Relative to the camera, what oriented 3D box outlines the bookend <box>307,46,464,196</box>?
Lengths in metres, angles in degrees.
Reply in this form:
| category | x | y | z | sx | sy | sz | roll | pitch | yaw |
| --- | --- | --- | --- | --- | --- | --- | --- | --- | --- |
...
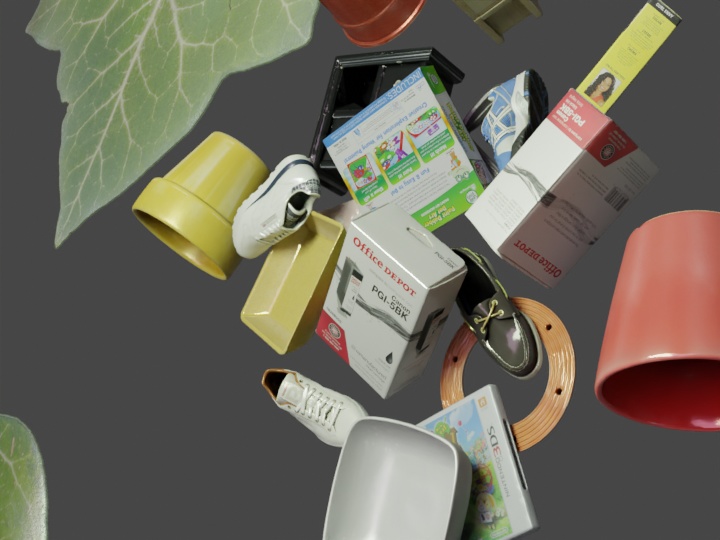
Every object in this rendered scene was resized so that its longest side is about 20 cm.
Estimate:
| category | x | y | z | sx | sy | sz | roll | pitch | yaw |
| --- | --- | --- | --- | --- | --- | --- | --- | --- | --- |
| bookend | 0.034 | -0.220 | 1.439 | 0.197 | 0.092 | 0.204 | 7 | 78 | 42 |

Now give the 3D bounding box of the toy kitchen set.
| category | x | y | z | sx | sy | sz | roll | pitch | yaw |
| --- | --- | --- | --- | --- | --- | --- | --- | --- | --- |
| toy kitchen set | 0.194 | -0.477 | 1.343 | 0.162 | 0.179 | 0.203 | -31 | 58 | 27 |

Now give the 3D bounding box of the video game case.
| category | x | y | z | sx | sy | sz | roll | pitch | yaw |
| --- | --- | --- | --- | --- | --- | --- | --- | --- | --- |
| video game case | 0.117 | 0.268 | 1.191 | 0.199 | 0.022 | 0.185 | -35 | 55 | 33 |

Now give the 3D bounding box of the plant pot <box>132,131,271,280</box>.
| category | x | y | z | sx | sy | sz | roll | pitch | yaw |
| --- | --- | --- | --- | --- | --- | --- | --- | --- | --- |
| plant pot | -0.249 | -0.117 | 1.593 | 0.199 | 0.201 | 0.190 | 21 | 70 | 44 |

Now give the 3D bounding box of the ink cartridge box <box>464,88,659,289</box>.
| category | x | y | z | sx | sy | sz | roll | pitch | yaw |
| --- | --- | --- | --- | --- | --- | --- | --- | --- | --- |
| ink cartridge box | 0.245 | -0.095 | 1.160 | 0.201 | 0.146 | 0.083 | -49 | 47 | 13 |

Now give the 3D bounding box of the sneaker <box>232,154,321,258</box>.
| category | x | y | z | sx | sy | sz | roll | pitch | yaw |
| --- | --- | --- | --- | --- | --- | --- | --- | --- | --- |
| sneaker | -0.129 | -0.080 | 1.436 | 0.201 | 0.076 | 0.081 | -51 | 49 | 32 |

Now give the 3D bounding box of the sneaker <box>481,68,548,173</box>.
| category | x | y | z | sx | sy | sz | roll | pitch | yaw |
| --- | --- | --- | --- | --- | --- | --- | --- | --- | --- |
| sneaker | 0.203 | -0.169 | 1.258 | 0.076 | 0.075 | 0.203 | -14 | 53 | 37 |

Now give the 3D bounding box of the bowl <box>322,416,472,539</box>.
| category | x | y | z | sx | sy | sz | roll | pitch | yaw |
| --- | --- | --- | --- | --- | --- | --- | --- | --- | --- |
| bowl | 0.054 | 0.292 | 1.178 | 0.198 | 0.074 | 0.204 | 8 | 84 | 45 |

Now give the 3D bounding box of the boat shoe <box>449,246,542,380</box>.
| category | x | y | z | sx | sy | sz | roll | pitch | yaw |
| --- | --- | --- | --- | --- | --- | --- | --- | --- | --- |
| boat shoe | 0.161 | 0.052 | 1.206 | 0.072 | 0.060 | 0.203 | -43 | 49 | 19 |

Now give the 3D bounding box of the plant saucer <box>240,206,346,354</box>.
| category | x | y | z | sx | sy | sz | roll | pitch | yaw |
| --- | --- | --- | --- | --- | --- | --- | --- | --- | --- |
| plant saucer | -0.089 | 0.014 | 1.411 | 0.203 | 0.048 | 0.199 | -65 | 28 | 1 |

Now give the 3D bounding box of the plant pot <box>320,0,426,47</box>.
| category | x | y | z | sx | sy | sz | roll | pitch | yaw |
| --- | --- | --- | --- | --- | --- | --- | --- | --- | --- |
| plant pot | -0.015 | -0.498 | 1.528 | 0.199 | 0.194 | 0.204 | -18 | 60 | 35 |

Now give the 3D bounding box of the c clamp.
| category | x | y | z | sx | sy | sz | roll | pitch | yaw |
| --- | --- | --- | --- | --- | --- | --- | --- | --- | --- |
| c clamp | 0.188 | -0.177 | 1.334 | 0.171 | 0.027 | 0.200 | -48 | 47 | 7 |

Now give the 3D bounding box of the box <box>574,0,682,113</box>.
| category | x | y | z | sx | sy | sz | roll | pitch | yaw |
| --- | --- | --- | --- | --- | --- | --- | --- | --- | --- |
| box | 0.318 | -0.247 | 1.203 | 0.050 | 0.075 | 0.201 | 39 | 104 | 4 |

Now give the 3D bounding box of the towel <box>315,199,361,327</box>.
| category | x | y | z | sx | sy | sz | roll | pitch | yaw |
| --- | --- | --- | --- | --- | --- | --- | --- | --- | --- |
| towel | -0.046 | -0.011 | 1.465 | 0.198 | 0.032 | 0.195 | -13 | 64 | 37 |

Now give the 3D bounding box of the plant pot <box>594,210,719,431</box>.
| category | x | y | z | sx | sy | sz | roll | pitch | yaw |
| --- | --- | --- | --- | --- | --- | --- | --- | --- | --- |
| plant pot | 0.347 | 0.050 | 0.991 | 0.198 | 0.200 | 0.180 | -13 | 55 | 37 |

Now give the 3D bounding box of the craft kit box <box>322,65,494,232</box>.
| category | x | y | z | sx | sy | sz | roll | pitch | yaw |
| --- | --- | --- | --- | --- | --- | --- | --- | --- | --- |
| craft kit box | 0.067 | -0.147 | 1.332 | 0.199 | 0.048 | 0.200 | -30 | 85 | 36 |

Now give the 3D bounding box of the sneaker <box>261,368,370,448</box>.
| category | x | y | z | sx | sy | sz | roll | pitch | yaw |
| --- | --- | --- | --- | --- | --- | --- | --- | --- | --- |
| sneaker | -0.072 | 0.196 | 1.364 | 0.198 | 0.084 | 0.074 | 21 | 84 | 43 |

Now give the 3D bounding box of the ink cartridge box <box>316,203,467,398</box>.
| category | x | y | z | sx | sy | sz | roll | pitch | yaw |
| --- | --- | --- | --- | --- | --- | --- | --- | --- | --- |
| ink cartridge box | 0.035 | 0.040 | 1.239 | 0.146 | 0.082 | 0.202 | 41 | 133 | 25 |

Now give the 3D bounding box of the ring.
| category | x | y | z | sx | sy | sz | roll | pitch | yaw |
| --- | --- | --- | --- | --- | --- | --- | --- | --- | --- |
| ring | 0.186 | 0.133 | 1.206 | 0.198 | 0.019 | 0.204 | -17 | 63 | 36 |
